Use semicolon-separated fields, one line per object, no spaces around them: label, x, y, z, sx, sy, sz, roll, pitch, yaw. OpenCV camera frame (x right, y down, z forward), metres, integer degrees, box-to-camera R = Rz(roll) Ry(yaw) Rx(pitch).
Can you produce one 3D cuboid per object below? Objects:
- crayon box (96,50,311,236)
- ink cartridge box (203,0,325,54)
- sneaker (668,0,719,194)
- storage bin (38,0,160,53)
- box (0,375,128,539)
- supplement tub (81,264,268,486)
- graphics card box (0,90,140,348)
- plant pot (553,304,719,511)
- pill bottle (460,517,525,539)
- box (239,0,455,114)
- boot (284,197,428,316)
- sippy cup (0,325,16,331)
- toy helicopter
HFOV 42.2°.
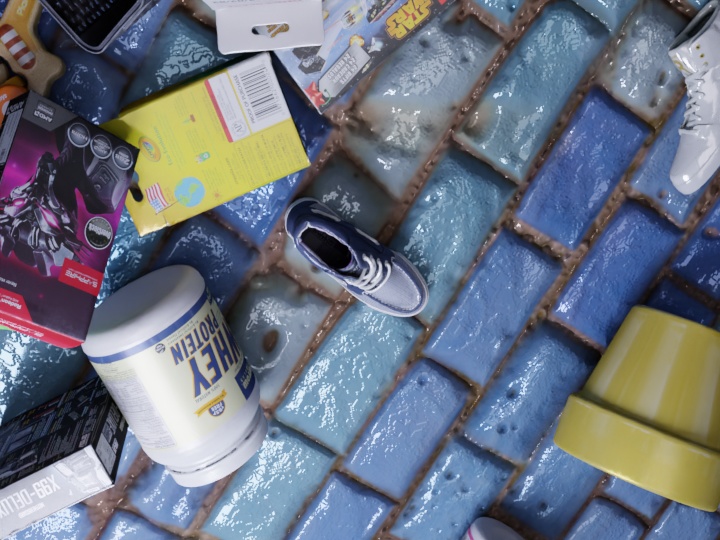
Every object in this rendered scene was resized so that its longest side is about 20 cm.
crayon box;-0.165;-0.135;0.974;0.196;0.051;0.129;-22;111;-2
ink cartridge box;-0.096;-0.316;0.883;0.112;0.068;0.205;-5;97;2
sneaker;0.372;-0.197;1.035;0.114;0.074;0.203;27;93;-16
storage bin;-0.256;-0.317;0.832;0.200;0.134;0.094;48;53;-17
box;-0.325;0.191;0.981;0.155;0.200;0.050;-27;108;0
supplement tub;-0.195;0.114;1.006;0.143;0.145;0.203;-25;112;0
graphics card box;-0.289;-0.045;0.860;0.124;0.050;0.204;28;65;-39
plant pot;0.349;0.151;1.093;0.197;0.201;0.193;20;90;-15
pill bottle;0.138;0.428;1.188;0.112;0.114;0.202;29;103;-17
box;-0.008;-0.280;0.956;0.199;0.040;0.138;-38;110;5
boot;0.000;0.000;1.027;0.198;0.091;0.073;33;101;-18
sippy cup;-0.348;-0.033;0.928;0.129;0.138;0.182;-23;104;-41
toy helicopter;-0.346;-0.236;0.910;0.130;0.079;0.204;23;94;-7
